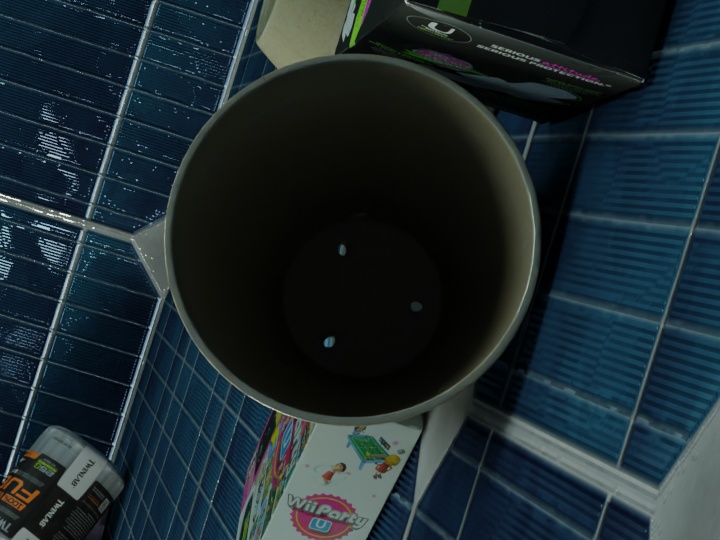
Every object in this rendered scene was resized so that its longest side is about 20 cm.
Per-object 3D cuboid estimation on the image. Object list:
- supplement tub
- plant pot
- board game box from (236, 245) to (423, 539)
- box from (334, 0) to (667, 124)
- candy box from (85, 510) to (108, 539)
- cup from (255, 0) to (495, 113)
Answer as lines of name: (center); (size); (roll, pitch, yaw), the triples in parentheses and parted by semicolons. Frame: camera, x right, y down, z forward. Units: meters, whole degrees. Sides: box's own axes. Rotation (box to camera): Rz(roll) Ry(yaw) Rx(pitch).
supplement tub: (-0.390, 0.299, 3.083); (0.200, 0.123, 0.123); (-53, 3, -18)
plant pot: (0.000, 0.000, 1.346); (0.200, 0.187, 0.187); (77, -151, -80)
board game box: (-0.019, 0.108, 1.542); (0.148, 0.064, 0.200); (-84, 16, -52)
box: (0.079, -0.168, 1.264); (0.200, 0.124, 0.149); (170, 117, -79)
candy box: (-0.384, 0.384, 3.229); (0.200, 0.072, 0.168); (119, 165, -56)
cup: (0.017, -0.167, 1.587); (0.200, 0.143, 0.200); (-163, 90, -82)
